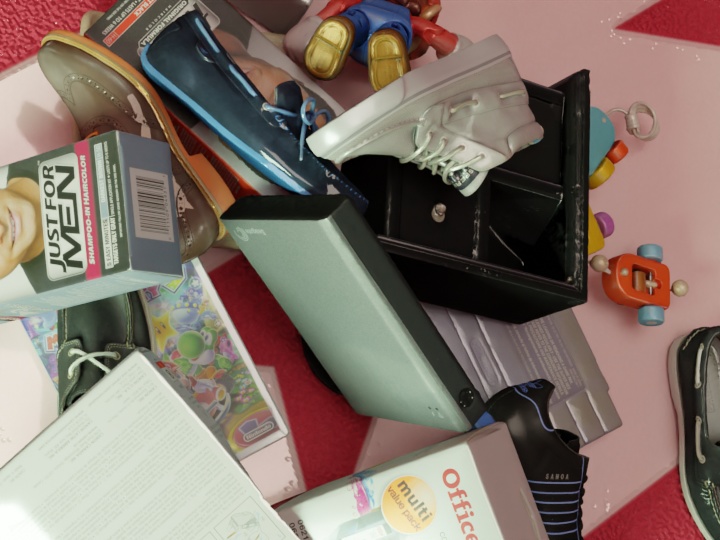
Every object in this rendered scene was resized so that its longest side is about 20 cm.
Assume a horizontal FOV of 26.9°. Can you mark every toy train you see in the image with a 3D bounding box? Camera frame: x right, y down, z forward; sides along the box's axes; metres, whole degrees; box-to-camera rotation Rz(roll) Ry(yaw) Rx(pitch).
[{"bbox_3d":[0.208,-0.052,1.304,0.150,0.056,0.201,10,70,-31],"label":"toy train"}]

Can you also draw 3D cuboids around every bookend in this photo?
[{"bbox_3d":[0.077,-0.078,1.187,0.198,0.092,0.201,14,69,-29],"label":"bookend"}]

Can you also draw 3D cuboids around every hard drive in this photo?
[{"bbox_3d":[-0.006,0.029,1.099,0.033,0.139,0.200,-46,117,-26],"label":"hard drive"}]

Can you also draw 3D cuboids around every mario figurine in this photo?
[{"bbox_3d":[0.018,-0.176,1.213,0.124,0.106,0.200,48,25,-7],"label":"mario figurine"}]

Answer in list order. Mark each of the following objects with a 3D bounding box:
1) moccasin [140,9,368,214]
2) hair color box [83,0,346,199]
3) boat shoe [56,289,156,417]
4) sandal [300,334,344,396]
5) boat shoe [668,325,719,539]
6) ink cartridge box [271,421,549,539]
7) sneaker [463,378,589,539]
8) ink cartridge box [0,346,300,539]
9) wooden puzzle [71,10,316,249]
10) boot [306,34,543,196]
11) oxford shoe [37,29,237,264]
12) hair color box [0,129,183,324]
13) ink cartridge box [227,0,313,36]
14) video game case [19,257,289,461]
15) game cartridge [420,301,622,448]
[{"bbox_3d":[-0.067,-0.113,1.089,0.200,0.080,0.068,40,86,-5],"label":"moccasin"},{"bbox_3d":[-0.109,-0.139,1.161,0.200,0.061,0.102,42,73,-3],"label":"hair color box"},{"bbox_3d":[-0.188,0.078,1.104,0.072,0.068,0.201,-2,84,-1],"label":"boat shoe"},{"bbox_3d":[0.000,0.000,1.207,0.075,0.045,0.201,14,83,0],"label":"sandal"},{"bbox_3d":[0.312,0.147,1.287,0.075,0.060,0.201,-12,82,-21],"label":"boat shoe"},{"bbox_3d":[0.029,0.213,1.088,0.200,0.145,0.146,-23,84,14],"label":"ink cartridge box"},{"bbox_3d":[0.152,0.181,1.195,0.078,0.070,0.200,-28,111,-11],"label":"sneaker"},{"bbox_3d":[-0.145,0.178,1.042,0.162,0.050,0.200,-41,91,-1],"label":"ink cartridge box"},{"bbox_3d":[-0.128,-0.113,1.203,0.199,0.046,0.186,6,76,-18],"label":"wooden puzzle"},{"bbox_3d":[0.056,-0.096,1.080,0.200,0.074,0.096,-30,92,-36],"label":"boot"},{"bbox_3d":[-0.177,-0.091,1.112,0.200,0.071,0.073,48,59,-1],"label":"oxford shoe"},{"bbox_3d":[-0.225,-0.025,1.075,0.061,0.200,0.099,9,71,-57],"label":"hair color box"},{"bbox_3d":[-0.065,-0.321,1.249,0.145,0.084,0.200,33,70,-9],"label":"ink cartridge box"},{"bbox_3d":[-0.162,0.069,1.148,0.143,0.018,0.200,-28,88,-5],"label":"video game case"},{"bbox_3d":[0.125,0.065,1.258,0.129,0.038,0.200,-23,86,-25],"label":"game cartridge"}]
